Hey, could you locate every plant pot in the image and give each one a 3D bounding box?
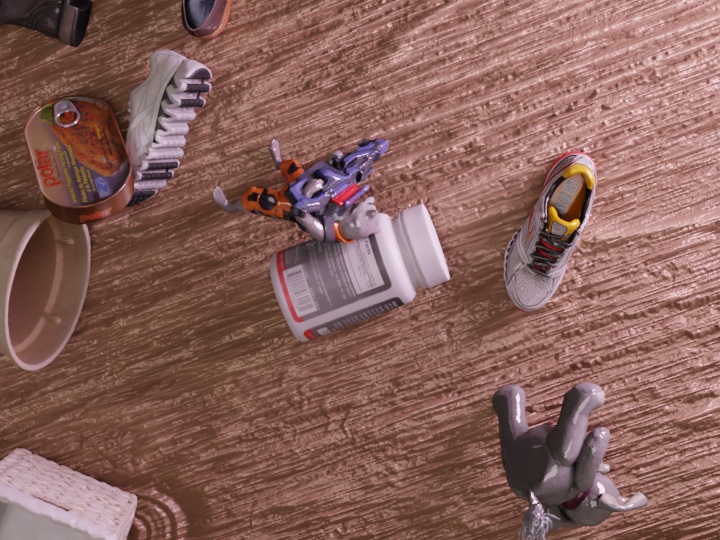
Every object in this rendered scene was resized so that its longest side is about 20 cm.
[{"bbox_3d":[-0.456,0.001,1.583,0.181,0.200,0.204,13,101,15],"label":"plant pot"}]

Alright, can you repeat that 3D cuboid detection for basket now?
[{"bbox_3d":[-0.407,0.362,1.639,0.196,0.161,0.203,22,100,1],"label":"basket"}]

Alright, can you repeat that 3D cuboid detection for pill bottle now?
[{"bbox_3d":[0.000,0.000,1.566,0.197,0.114,0.115,-20,97,8],"label":"pill bottle"}]

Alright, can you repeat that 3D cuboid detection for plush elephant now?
[{"bbox_3d":[0.258,0.244,1.574,0.164,0.154,0.203,-16,59,45],"label":"plush elephant"}]

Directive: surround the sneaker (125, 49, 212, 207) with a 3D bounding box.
[{"bbox_3d":[-0.254,-0.174,1.589,0.081,0.075,0.202,32,104,19],"label":"sneaker"}]

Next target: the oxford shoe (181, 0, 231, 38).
[{"bbox_3d":[-0.174,-0.377,1.539,0.070,0.073,0.203,8,100,4],"label":"oxford shoe"}]

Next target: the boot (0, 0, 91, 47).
[{"bbox_3d":[-0.406,-0.372,1.564,0.172,0.069,0.203,16,103,2],"label":"boot"}]

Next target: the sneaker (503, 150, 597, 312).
[{"bbox_3d":[0.225,-0.045,1.554,0.077,0.082,0.203,19,101,2],"label":"sneaker"}]

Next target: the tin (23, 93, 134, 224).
[{"bbox_3d":[-0.336,-0.134,1.548,0.110,0.201,0.042,-14,140,-14],"label":"tin"}]

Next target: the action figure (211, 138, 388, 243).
[{"bbox_3d":[-0.048,-0.091,1.547,0.192,0.199,0.106,24,128,31],"label":"action figure"}]
